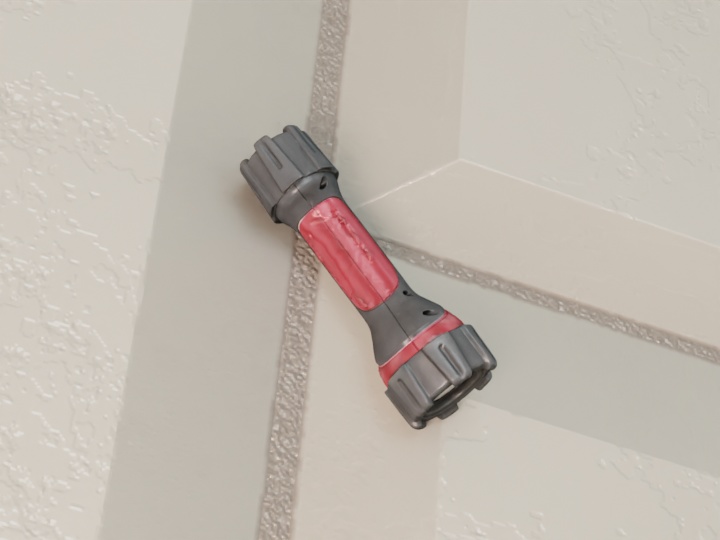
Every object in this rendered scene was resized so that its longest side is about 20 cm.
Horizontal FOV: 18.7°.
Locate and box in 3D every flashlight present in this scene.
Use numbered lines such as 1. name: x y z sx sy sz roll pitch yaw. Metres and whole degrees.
1. flashlight: 0.000 0.000 1.333 0.068 0.068 0.200 -23 70 -43
